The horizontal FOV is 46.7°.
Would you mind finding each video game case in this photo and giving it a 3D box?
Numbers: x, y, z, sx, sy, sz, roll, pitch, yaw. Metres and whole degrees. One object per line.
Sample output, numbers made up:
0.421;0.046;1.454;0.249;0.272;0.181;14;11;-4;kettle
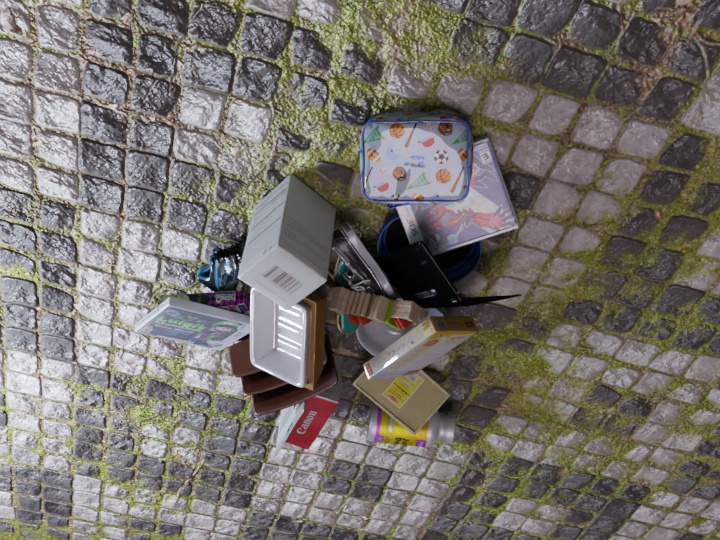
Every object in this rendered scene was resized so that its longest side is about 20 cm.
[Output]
-0.334;0.112;1.701;0.199;0.023;0.182;17;150;-31;video game case
0.163;-0.126;1.493;0.199;0.023;0.183;-18;114;14;video game case
-0.300;0.099;1.742;0.180;0.036;0.200;-3;155;9;video game case

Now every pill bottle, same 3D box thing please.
0.118;0.357;1.945;0.199;0.105;0.105;6;134;0;pill bottle

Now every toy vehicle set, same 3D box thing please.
0.089;0.259;1.846;0.200;0.027;0.124;42;93;-19;toy vehicle set

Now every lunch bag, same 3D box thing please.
0.091;-0.186;1.421;0.199;0.076;0.161;2;111;8;lunch bag

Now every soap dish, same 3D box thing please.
-0.141;0.117;1.637;0.157;0.081;0.201;20;122;29;soap dish

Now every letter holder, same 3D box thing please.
-0.163;0.204;1.761;0.199;0.143;0.101;-23;143;9;letter holder

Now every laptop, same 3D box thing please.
0.160;0.012;1.560;0.200;0.116;0.187;54;155;-8;laptop

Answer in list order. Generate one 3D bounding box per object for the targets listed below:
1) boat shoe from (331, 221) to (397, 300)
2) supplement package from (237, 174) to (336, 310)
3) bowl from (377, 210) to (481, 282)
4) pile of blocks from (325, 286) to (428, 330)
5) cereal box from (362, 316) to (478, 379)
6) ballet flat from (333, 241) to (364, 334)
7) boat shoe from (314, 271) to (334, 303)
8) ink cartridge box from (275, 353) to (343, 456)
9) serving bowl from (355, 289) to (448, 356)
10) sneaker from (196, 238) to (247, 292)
0.001;0.001;1.590;0.068;0.074;0.200;-35;126;1;boat shoe
-0.130;-0.052;1.512;0.117;0.201;0.117;36;127;-26;supplement package
0.131;-0.051;1.600;0.199;0.040;0.201;3;133;3;bowl
0.025;0.084;1.597;0.199;0.062;0.082;12;163;18;pile of blocks
0.119;0.154;1.661;0.200;0.040;0.143;-38;154;33;cereal box
-0.029;0.027;1.666;0.068;0.063;0.201;1;109;-19;ballet flat
-0.115;0.008;1.666;0.072;0.060;0.200;-26;126;27;boat shoe
-0.116;0.307;1.871;0.083;0.176;0.200;18;133;-13;ink cartridge box
0.091;0.106;1.735;0.199;0.066;0.201;2;133;3;serving bowl
-0.253;-0.016;1.647;0.082;0.073;0.200;29;130;-22;sneaker
